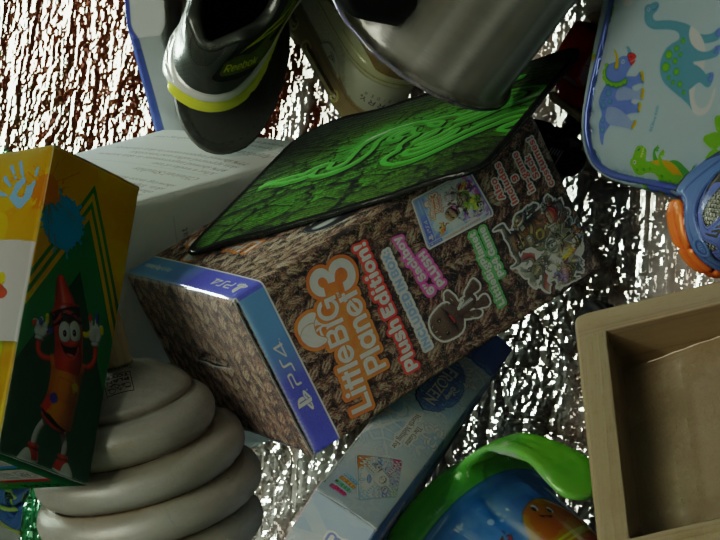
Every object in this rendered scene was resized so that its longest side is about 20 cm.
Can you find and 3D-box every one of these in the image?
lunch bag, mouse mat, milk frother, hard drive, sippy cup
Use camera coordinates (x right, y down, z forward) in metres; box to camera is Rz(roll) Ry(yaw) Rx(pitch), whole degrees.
[{"bbox_3d":[0.201,-0.133,1.545,0.160,0.082,0.201,12,92,43],"label":"lunch bag"},{"bbox_3d":[0.013,-0.066,1.617,0.199,0.161,0.008,-15,110,32],"label":"mouse mat"},{"bbox_3d":[0.046,-0.225,1.548,0.188,0.180,0.200,-52,40,26],"label":"milk frother"},{"bbox_3d":[-0.129,-0.170,1.862,0.200,0.025,0.132,84,-179,-72],"label":"hard drive"},{"bbox_3d":[0.092,0.185,1.575,0.130,0.178,0.140,33,72,35],"label":"sippy cup"}]

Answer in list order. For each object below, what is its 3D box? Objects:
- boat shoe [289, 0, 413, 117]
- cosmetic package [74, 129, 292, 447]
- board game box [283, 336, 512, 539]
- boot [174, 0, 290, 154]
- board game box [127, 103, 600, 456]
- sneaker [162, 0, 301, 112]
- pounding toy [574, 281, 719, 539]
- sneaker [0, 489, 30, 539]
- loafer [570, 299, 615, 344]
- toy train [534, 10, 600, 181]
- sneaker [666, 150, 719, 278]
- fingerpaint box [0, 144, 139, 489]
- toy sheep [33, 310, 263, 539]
[{"bbox_3d":[-0.023,-0.164,1.807,0.066,0.074,0.200,-60,37,31],"label":"boat shoe"},{"bbox_3d":[-0.132,0.019,1.762,0.167,0.200,0.167,10,111,49],"label":"cosmetic package"},{"bbox_3d":[-0.009,0.146,1.625,0.043,0.199,0.200,34,127,6],"label":"board game box"},{"bbox_3d":[-0.084,-0.144,1.829,0.174,0.069,0.201,109,164,-71],"label":"boot"},{"bbox_3d":[0.000,0.000,1.620,0.159,0.200,0.097,11,130,64],"label":"board game box"},{"bbox_3d":[-0.049,-0.186,1.709,0.085,0.074,0.201,118,175,-73],"label":"sneaker"},{"bbox_3d":[0.223,0.111,1.415,0.199,0.142,0.185,-14,47,13],"label":"pounding toy"},{"bbox_3d":[-0.210,0.096,1.664,0.105,0.076,0.201,6,108,49],"label":"sneaker"},{"bbox_3d":[0.164,0.096,1.550,0.070,0.068,0.201,-49,53,18],"label":"loafer"},{"bbox_3d":[0.129,-0.118,1.651,0.034,0.046,0.200,44,114,43],"label":"toy train"},{"bbox_3d":[0.246,-0.060,1.435,0.200,0.075,0.078,-40,15,-9],"label":"sneaker"},{"bbox_3d":[-0.223,0.031,1.576,0.199,0.073,0.168,-7,67,39],"label":"fingerpaint box"},{"bbox_3d":[-0.116,0.115,1.589,0.138,0.138,0.201,-2,112,47],"label":"toy sheep"}]
